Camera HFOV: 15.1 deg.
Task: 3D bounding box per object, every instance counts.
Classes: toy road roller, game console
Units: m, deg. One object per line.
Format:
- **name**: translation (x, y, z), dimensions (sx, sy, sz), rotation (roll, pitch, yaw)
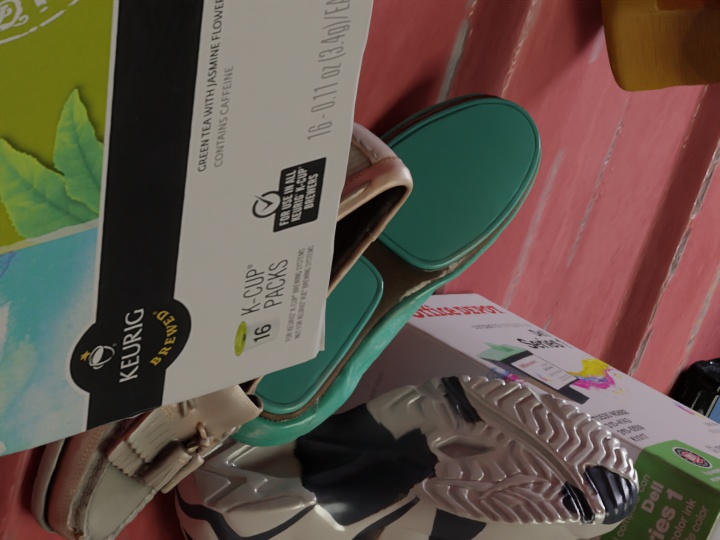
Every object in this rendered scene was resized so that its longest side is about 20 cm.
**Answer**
- **toy road roller**: translation (0.186, -0.161, 1.303), dimensions (0.123, 0.145, 0.201), rotation (74, 14, -62)
- **game console**: translation (0.289, 0.109, 1.846), dimensions (0.200, 0.116, 0.177), rotation (-5, 123, -63)

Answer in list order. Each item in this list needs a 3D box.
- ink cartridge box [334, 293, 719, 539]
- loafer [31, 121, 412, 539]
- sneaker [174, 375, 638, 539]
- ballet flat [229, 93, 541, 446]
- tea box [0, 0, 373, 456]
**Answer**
- **ink cartridge box**: translation (0.092, 0.089, 1.274), dimensions (0.145, 0.199, 0.084), rotation (0, 116, -65)
- **loafer**: translation (-0.054, 0.026, 1.053), dimensions (0.201, 0.063, 0.072), rotation (-58, 158, -2)
- **sneaker**: translation (0.016, 0.117, 1.194), dimensions (0.198, 0.080, 0.130), rotation (-6, 144, -11)
- **ballet flat**: translation (0.000, 0.000, 1.157), dimensions (0.200, 0.067, 0.070), rotation (-47, 180, -28)
- **tea box**: translation (-0.110, -0.064, 0.633), dimensions (0.196, 0.134, 0.201), rotation (-16, 139, -23)
